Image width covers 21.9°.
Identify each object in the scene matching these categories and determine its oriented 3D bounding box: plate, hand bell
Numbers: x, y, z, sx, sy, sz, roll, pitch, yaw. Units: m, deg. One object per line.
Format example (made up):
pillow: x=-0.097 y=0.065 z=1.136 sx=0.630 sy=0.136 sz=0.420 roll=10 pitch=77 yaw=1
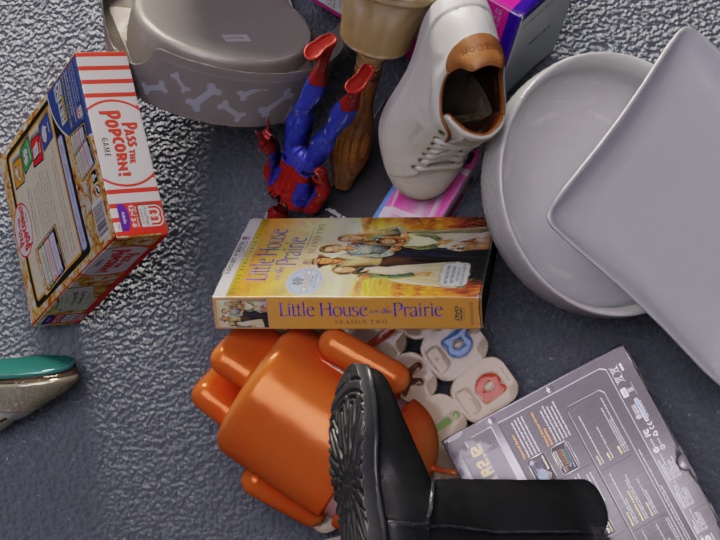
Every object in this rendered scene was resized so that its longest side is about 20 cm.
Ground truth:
plate: x=0.255 y=-0.046 z=1.393 sx=0.199 sy=0.032 sz=0.200 roll=41 pitch=72 yaw=-12
hand bell: x=0.005 y=-0.148 z=1.426 sx=0.104 sy=0.201 sz=0.104 roll=9 pitch=37 yaw=-7

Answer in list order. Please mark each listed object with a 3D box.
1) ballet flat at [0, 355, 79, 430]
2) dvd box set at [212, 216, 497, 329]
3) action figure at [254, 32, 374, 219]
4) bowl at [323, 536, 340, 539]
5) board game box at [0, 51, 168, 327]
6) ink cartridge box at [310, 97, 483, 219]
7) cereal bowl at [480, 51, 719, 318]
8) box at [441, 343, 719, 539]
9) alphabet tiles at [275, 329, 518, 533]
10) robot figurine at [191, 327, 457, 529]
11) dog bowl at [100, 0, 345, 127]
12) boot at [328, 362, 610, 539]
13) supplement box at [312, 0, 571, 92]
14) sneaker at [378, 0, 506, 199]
ballet flat: x=-0.317 y=0.104 z=1.514 sx=0.199 sy=0.067 sz=0.063 roll=-2 pitch=104 yaw=13
dvd box set: x=0.000 y=0.000 z=1.403 sx=0.199 sy=0.146 sz=0.030 roll=0 pitch=115 yaw=10
action figure: x=-0.044 y=-0.093 z=1.433 sx=0.065 sy=0.200 sz=0.052 roll=35 pitch=54 yaw=9
bowl: x=-0.005 y=0.257 z=1.367 sx=0.200 sy=0.201 sz=0.095 roll=-13 pitch=49 yaw=7
board game box: x=-0.223 y=-0.060 z=1.464 sx=0.046 sy=0.200 sz=0.152 roll=-5 pitch=73 yaw=-31
ink cartridge box: x=0.010 y=-0.030 z=1.493 sx=0.094 sy=0.037 sz=0.201 roll=30 pitch=86 yaw=15
cereal bowl: x=0.177 y=-0.061 z=1.426 sx=0.199 sy=0.083 sz=0.201 roll=2 pitch=84 yaw=-20
box: x=0.175 y=0.179 z=1.392 sx=0.158 sy=0.048 sz=0.201 roll=-29 pitch=81 yaw=3
alphabet tiles: x=0.014 y=0.103 z=1.450 sx=0.195 sy=0.015 sz=0.200 roll=-37 pitch=84 yaw=4
robot figurine: x=-0.027 y=0.120 z=1.390 sx=0.200 sy=0.117 sz=0.144 roll=33 pitch=86 yaw=5
dog bowl: x=-0.112 y=-0.182 z=1.482 sx=0.199 sy=0.200 sz=0.059 roll=24 pitch=124 yaw=15
boot: x=0.082 y=0.152 z=1.311 sx=0.199 sy=0.066 sz=0.166 roll=5 pitch=69 yaw=-22
supplement box: x=0.059 y=-0.236 z=1.480 sx=0.200 sy=0.104 sz=0.101 roll=34 pitch=49 yaw=16
sneaker: x=0.062 y=-0.106 z=1.381 sx=0.072 sy=0.200 sz=0.085 roll=-8 pitch=53 yaw=-16
